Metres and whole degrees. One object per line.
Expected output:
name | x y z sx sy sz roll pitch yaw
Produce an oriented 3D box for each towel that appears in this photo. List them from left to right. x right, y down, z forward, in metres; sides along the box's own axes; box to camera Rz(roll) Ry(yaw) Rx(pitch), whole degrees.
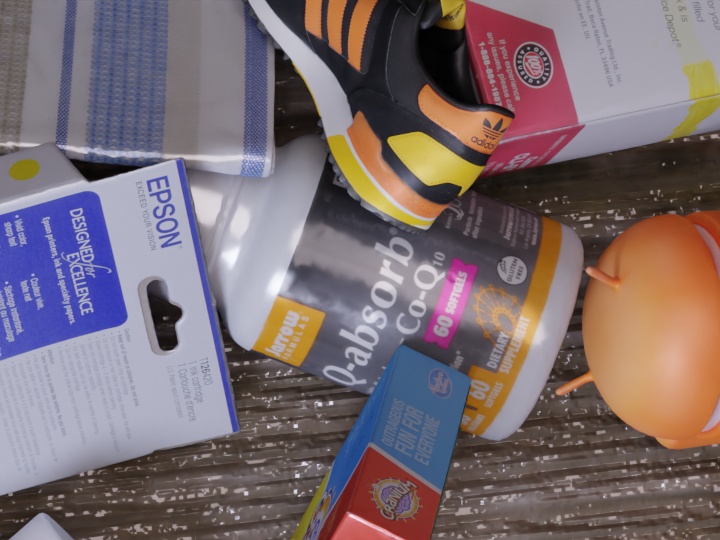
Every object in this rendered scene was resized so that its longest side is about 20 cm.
towel | -0.137 -0.102 1.369 0.200 0.024 0.147 3 46 -7

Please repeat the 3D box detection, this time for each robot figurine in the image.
robot figurine | 0.198 0.025 1.415 0.200 0.144 0.117 -3 82 -17

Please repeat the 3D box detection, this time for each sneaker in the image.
sneaker | 0.011 -0.116 1.357 0.090 0.070 0.200 -42 56 25

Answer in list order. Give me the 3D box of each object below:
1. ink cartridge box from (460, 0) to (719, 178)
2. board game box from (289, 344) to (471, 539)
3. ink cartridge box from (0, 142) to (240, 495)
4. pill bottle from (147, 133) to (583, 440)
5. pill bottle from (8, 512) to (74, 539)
ink cartridge box | 0.131 -0.138 1.411 0.200 0.083 0.145 -12 78 -15
board game box | -0.017 0.153 1.339 0.040 0.153 0.200 26 119 -4
ink cartridge box | -0.170 0.029 1.360 0.200 0.198 0.047 -17 47 -9
pill bottle | 0.000 0.000 1.403 0.200 0.116 0.116 20 87 -6
pill bottle | -0.197 0.219 1.378 0.200 0.114 0.114 -42 93 -6
